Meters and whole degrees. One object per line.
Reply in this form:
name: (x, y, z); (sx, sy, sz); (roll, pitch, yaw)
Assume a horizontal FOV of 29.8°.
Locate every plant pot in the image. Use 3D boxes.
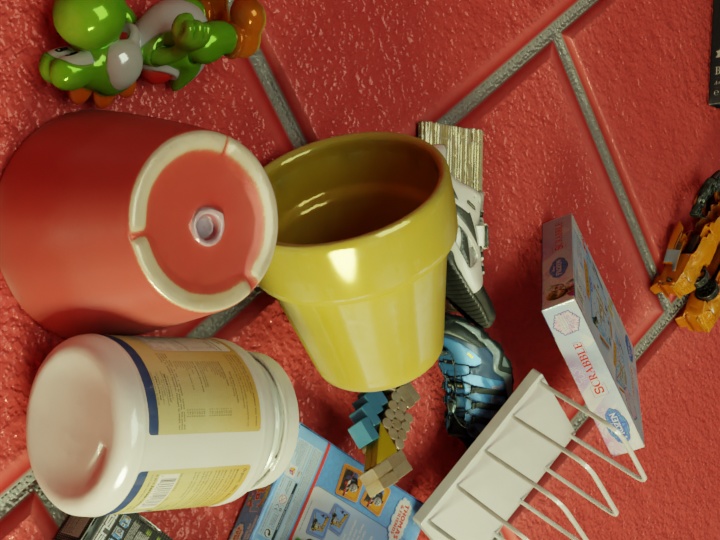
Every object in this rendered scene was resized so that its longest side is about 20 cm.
plant pot: (0.000, 0.000, 1.263); (0.201, 0.200, 0.190); (-40, 131, -33)
plant pot: (-0.173, -0.038, 1.109); (0.199, 0.177, 0.202); (-1, 91, -41)

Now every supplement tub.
supplement tub: (-0.162, 0.127, 1.134); (0.199, 0.144, 0.146); (6, 86, -48)

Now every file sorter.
file sorter: (0.180, 0.237, 1.397); (0.200, 0.124, 0.139); (-49, 140, -11)

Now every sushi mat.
sushi mat: (0.097, -0.056, 1.451); (0.095, 0.012, 0.202); (1, 89, -42)

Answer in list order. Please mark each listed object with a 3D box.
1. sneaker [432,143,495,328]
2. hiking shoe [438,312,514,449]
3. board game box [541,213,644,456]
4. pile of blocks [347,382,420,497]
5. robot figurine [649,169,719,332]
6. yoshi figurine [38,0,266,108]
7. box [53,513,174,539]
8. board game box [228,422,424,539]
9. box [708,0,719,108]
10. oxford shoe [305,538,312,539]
sneaker: (0.105, -0.038, 1.395); (0.088, 0.074, 0.201); (-32, 104, -19)
hiking shoe: (0.120, 0.135, 1.431); (0.087, 0.074, 0.201); (-48, 119, -31)
board game box: (0.256, 0.068, 1.503); (0.200, 0.041, 0.200); (62, 20, -22)
pile of blocks: (0.012, 0.135, 1.334); (0.082, 0.062, 0.201); (30, 47, -20)
robot figurine: (0.446, -0.031, 1.724); (0.145, 0.058, 0.201); (47, 62, -31)
yoshi figurine: (-0.183, -0.215, 1.155); (0.199, 0.112, 0.113); (-25, 90, -36)
box: (-0.221, 0.313, 1.156); (0.160, 0.044, 0.201); (45, 63, -32)
board game box: (-0.031, 0.259, 1.326); (0.200, 0.036, 0.152); (37, 67, -34)
box: (0.561, -0.308, 1.733); (0.117, 0.196, 0.202); (6, 86, -39)
oxford shoe: (-0.029, 0.288, 1.261); (0.199, 0.071, 0.072); (11, 82, -38)
